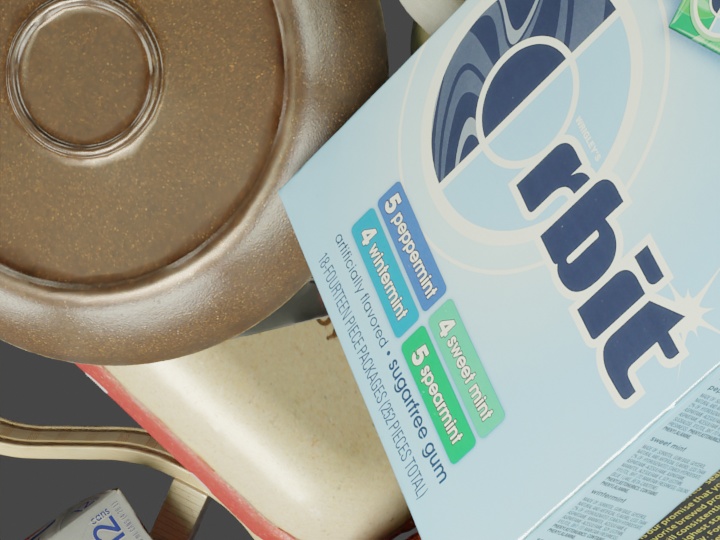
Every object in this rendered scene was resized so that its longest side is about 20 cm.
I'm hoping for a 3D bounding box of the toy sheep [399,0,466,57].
[{"bbox_3d":[0.070,-0.136,0.967,0.138,0.138,0.200,27,122,4],"label":"toy sheep"}]

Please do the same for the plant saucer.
[{"bbox_3d":[-0.090,-0.066,0.981,0.199,0.032,0.201,1,93,14],"label":"plant saucer"}]

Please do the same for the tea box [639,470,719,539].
[{"bbox_3d":[0.164,0.003,0.949,0.196,0.134,0.200,27,126,-38],"label":"tea box"}]

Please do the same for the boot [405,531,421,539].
[{"bbox_3d":[0.005,0.142,1.077,0.200,0.107,0.075,-48,63,47],"label":"boot"}]

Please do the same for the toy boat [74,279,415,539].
[{"bbox_3d":[-0.053,0.023,1.098,0.200,0.131,0.131,44,148,-5],"label":"toy boat"}]

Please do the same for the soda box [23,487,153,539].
[{"bbox_3d":[-0.076,0.189,1.137,0.200,0.068,0.063,56,154,-4],"label":"soda box"}]

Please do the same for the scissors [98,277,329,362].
[{"bbox_3d":[0.000,0.000,1.042,0.199,0.014,0.073,0,82,-20],"label":"scissors"}]

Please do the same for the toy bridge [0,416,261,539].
[{"bbox_3d":[-0.075,0.106,1.179,0.200,0.027,0.067,26,118,4],"label":"toy bridge"}]

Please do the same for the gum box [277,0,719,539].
[{"bbox_3d":[0.076,-0.021,0.864,0.044,0.170,0.200,20,126,-43],"label":"gum box"}]
